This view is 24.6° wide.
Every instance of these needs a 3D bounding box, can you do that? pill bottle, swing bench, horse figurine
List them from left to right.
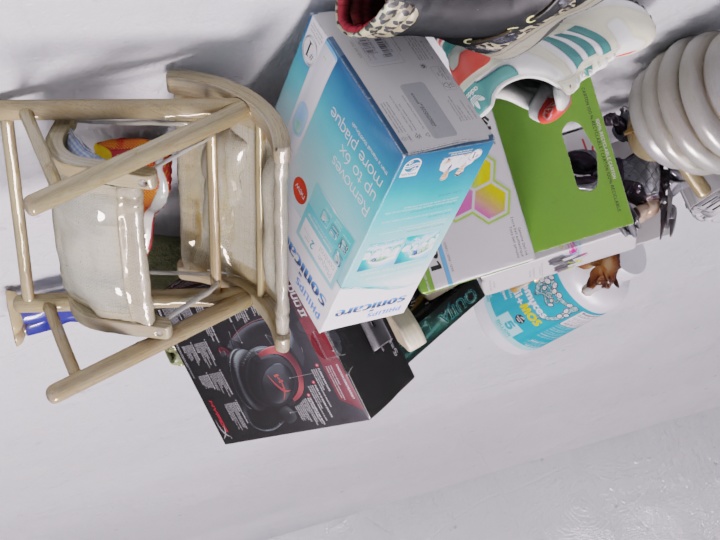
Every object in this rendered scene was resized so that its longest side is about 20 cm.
[{"bbox_3d":[-0.157,-0.031,1.230,0.199,0.130,0.200,-13,133,-18],"label":"swing bench"},{"bbox_3d":[0.231,0.013,1.896,0.110,0.111,0.200,0,156,-44],"label":"pill bottle"},{"bbox_3d":[0.232,-0.041,1.705,0.132,0.050,0.200,-27,-157,44],"label":"horse figurine"}]

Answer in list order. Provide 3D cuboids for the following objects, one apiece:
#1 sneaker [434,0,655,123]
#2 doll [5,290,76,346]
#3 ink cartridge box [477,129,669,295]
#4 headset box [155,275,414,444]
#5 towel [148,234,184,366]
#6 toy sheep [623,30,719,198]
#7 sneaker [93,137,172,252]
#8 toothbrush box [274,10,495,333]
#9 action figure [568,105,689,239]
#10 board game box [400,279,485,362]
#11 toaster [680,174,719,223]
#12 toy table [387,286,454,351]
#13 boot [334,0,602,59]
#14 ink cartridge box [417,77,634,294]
[{"bbox_3d":[0.155,-0.159,1.303,0.199,0.094,0.070,-6,161,-30],"label":"sneaker"},{"bbox_3d":[-0.238,0.025,1.592,0.199,0.049,0.137,-12,164,-13],"label":"doll"},{"bbox_3d":[0.195,-0.065,1.605,0.199,0.116,0.068,-18,162,1],"label":"ink cartridge box"},{"bbox_3d":[-0.059,0.055,1.384,0.199,0.149,0.075,-15,-163,42],"label":"headset box"},{"bbox_3d":[-0.139,0.025,1.528,0.200,0.149,0.037,5,135,-51],"label":"towel"},{"bbox_3d":[0.310,-0.144,1.436,0.137,0.139,0.200,-1,163,-42],"label":"toy sheep"},{"bbox_3d":[-0.204,-0.055,1.364,0.077,0.073,0.200,4,151,-13],"label":"sneaker"},{"bbox_3d":[-0.001,-0.075,1.234,0.085,0.147,0.200,-12,147,-31],"label":"toothbrush box"},{"bbox_3d":[0.220,-0.088,1.529,0.199,0.131,0.070,1,143,2],"label":"action figure"},{"bbox_3d":[0.008,0.068,1.568,0.200,0.028,0.135,-39,-158,-26],"label":"board game box"},{"bbox_3d":[0.372,-0.128,1.549,0.113,0.130,0.200,-2,158,-42],"label":"toaster"},{"bbox_3d":[0.000,0.000,1.524,0.199,0.118,0.184,-25,-160,2],"label":"toy table"},{"bbox_3d":[0.090,-0.211,1.119,0.153,0.074,0.203,-1,156,-34],"label":"boot"},{"bbox_3d":[0.125,-0.079,1.414,0.199,0.149,0.076,-17,-179,0],"label":"ink cartridge box"}]
